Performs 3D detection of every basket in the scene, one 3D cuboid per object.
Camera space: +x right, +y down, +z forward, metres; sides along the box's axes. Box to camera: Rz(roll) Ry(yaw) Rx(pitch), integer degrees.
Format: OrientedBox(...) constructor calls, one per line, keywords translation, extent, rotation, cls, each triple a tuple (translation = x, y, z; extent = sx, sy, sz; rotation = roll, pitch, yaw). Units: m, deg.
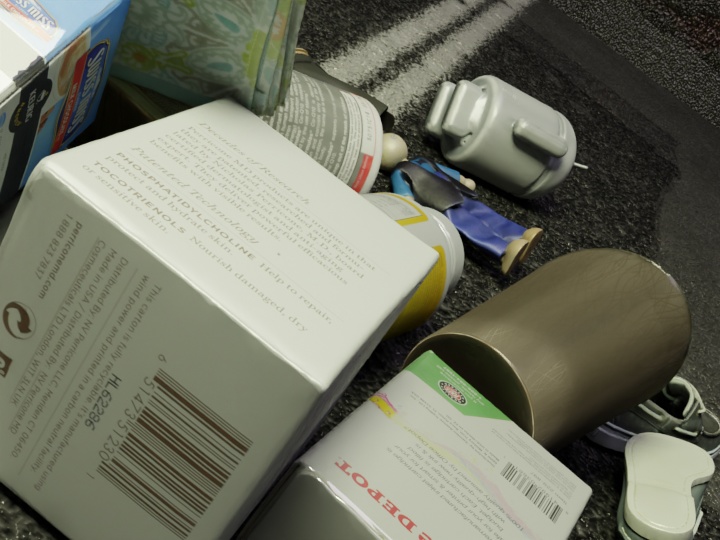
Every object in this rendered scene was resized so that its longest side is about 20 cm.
OrientedBox(translation=(0.129, 0.074, 0.822), extent=(0.199, 0.180, 0.137), rotation=(-20, 86, -49), cls="basket")

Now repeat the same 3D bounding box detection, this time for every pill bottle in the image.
OrientedBox(translation=(-0.089, -0.118, 0.905), extent=(0.199, 0.114, 0.114), rotation=(15, 32, -38), cls="pill bottle")
OrientedBox(translation=(0.000, 0.000, 0.819), extent=(0.112, 0.112, 0.200), rotation=(45, 27, 18), cls="pill bottle")

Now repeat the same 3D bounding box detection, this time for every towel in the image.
OrientedBox(translation=(-0.124, -0.177, 0.617), extent=(0.199, 0.172, 0.048), rotation=(20, 55, -1), cls="towel")

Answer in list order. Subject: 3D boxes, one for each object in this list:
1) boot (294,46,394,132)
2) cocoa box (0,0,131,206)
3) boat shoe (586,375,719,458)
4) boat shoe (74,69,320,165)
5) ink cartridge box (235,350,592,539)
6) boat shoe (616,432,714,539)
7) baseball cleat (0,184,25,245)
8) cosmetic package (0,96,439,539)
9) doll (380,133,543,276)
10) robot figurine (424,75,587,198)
OrientedBox(translation=(-0.046, -0.168, 1.066), extent=(0.138, 0.078, 0.200), rotation=(30, 26, 6), cls="boot")
OrientedBox(translation=(-0.244, -0.139, 0.576), extent=(0.200, 0.133, 0.131), rotation=(39, 54, -2), cls="cocoa box")
OrientedBox(translation=(0.281, 0.132, 0.993), extent=(0.199, 0.071, 0.072), rotation=(12, 35, -41), cls="boat shoe")
OrientedBox(translation=(-0.117, -0.091, 0.713), extent=(0.200, 0.073, 0.063), rotation=(29, 48, 5), cls="boat shoe")
OrientedBox(translation=(0.038, 0.149, 0.645), extent=(0.145, 0.088, 0.200), rotation=(41, 24, 10), cls="ink cartridge box")
OrientedBox(translation=(0.238, 0.187, 0.874), extent=(0.072, 0.062, 0.200), rotation=(16, 17, 16), cls="boat shoe")
OrientedBox(translation=(-0.226, -0.074, 0.675), extent=(0.069, 0.107, 0.200), rotation=(-21, 37, -7), cls="baseball cleat")
OrientedBox(translation=(-0.087, 0.032, 0.591), extent=(0.166, 0.168, 0.200), rotation=(37, 25, 5), cls="cosmetic package")
OrientedBox(translation=(0.091, -0.075, 1.134), extent=(0.200, 0.049, 0.136), rotation=(37, 33, 15), cls="doll")
OrientedBox(translation=(0.176, -0.157, 1.301), extent=(0.199, 0.114, 0.169), rotation=(23, 0, -26), cls="robot figurine")
